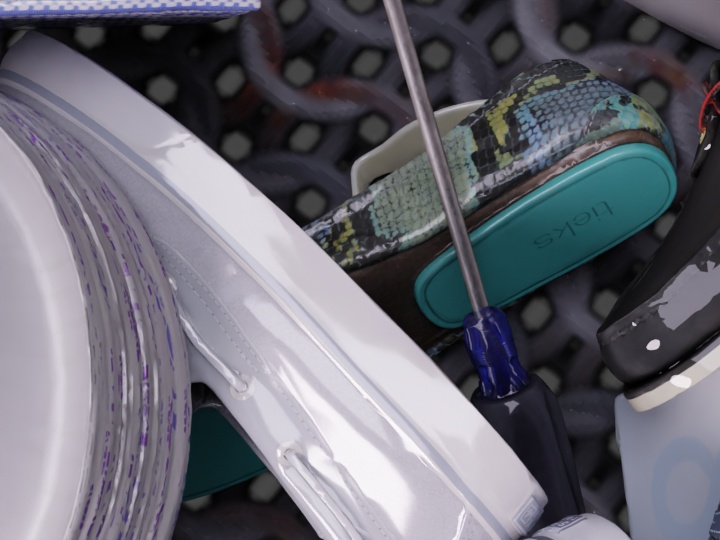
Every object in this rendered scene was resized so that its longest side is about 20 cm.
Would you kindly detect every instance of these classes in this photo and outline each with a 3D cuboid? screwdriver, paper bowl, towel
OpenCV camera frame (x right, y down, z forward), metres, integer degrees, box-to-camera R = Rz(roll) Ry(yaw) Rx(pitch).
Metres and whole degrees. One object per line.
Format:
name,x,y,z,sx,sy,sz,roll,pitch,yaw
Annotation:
screwdriver,0.030,-0.003,0.858,0.028,0.029,0.200,-19,105,-6
paper bowl,-0.153,0.037,0.777,0.201,0.104,0.201,-4,80,22
towel,-0.103,-0.081,0.853,0.145,0.200,0.024,-3,94,-6

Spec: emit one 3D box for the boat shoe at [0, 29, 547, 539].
boat shoe,-0.039,0.018,0.828,0.200,0.072,0.069,44,84,5

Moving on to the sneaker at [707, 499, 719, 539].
sneaker,0.163,0.113,0.744,0.200,0.078,0.086,45,122,35

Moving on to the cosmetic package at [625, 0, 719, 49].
cosmetic package,0.129,-0.180,0.910,0.090,0.107,0.200,28,77,12

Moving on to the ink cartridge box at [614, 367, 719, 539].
ink cartridge box,0.160,0.088,0.798,0.200,0.047,0.160,-24,65,46

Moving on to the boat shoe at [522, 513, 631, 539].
boat shoe,0.086,0.156,0.763,0.068,0.072,0.200,-27,71,-23

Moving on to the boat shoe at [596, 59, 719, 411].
boat shoe,0.125,-0.044,0.871,0.063,0.074,0.201,44,68,-12

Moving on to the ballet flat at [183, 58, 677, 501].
ballet flat,0.000,0.000,0.900,0.200,0.074,0.074,-28,73,-4
